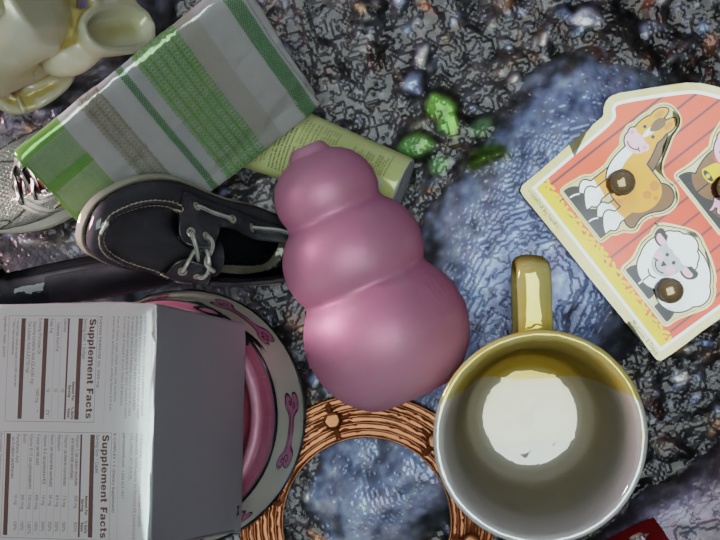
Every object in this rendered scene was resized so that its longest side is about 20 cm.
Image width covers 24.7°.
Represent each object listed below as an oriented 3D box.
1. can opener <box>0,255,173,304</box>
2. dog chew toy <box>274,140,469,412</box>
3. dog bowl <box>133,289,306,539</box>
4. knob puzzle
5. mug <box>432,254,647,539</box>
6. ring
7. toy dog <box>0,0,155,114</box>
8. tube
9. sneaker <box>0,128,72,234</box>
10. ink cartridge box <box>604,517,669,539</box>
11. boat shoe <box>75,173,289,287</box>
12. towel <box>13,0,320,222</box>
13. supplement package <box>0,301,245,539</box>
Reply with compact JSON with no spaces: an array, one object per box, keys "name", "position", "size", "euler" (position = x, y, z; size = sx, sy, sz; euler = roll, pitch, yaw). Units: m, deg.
[{"name":"can opener","position":[-0.230,0.012,1.278],"size":[0.200,0.063,0.079],"euler":[-15,111,6]},{"name":"dog chew toy","position":[0.000,0.000,1.211],"size":[0.124,0.125,0.200],"euler":[-23,92,3]},{"name":"dog bowl","position":[-0.146,0.111,1.254],"size":[0.200,0.074,0.201],"euler":[-1,85,11]},{"name":"knob puzzle","position":[0.254,-0.057,1.267],"size":[0.219,0.030,0.220],"euler":[0,91,3]},{"name":"mug","position":[0.138,0.099,1.215],"size":[0.149,0.153,0.187],"euler":[30,92,2]},{"name":"ring","position":[0.004,0.194,1.273],"size":[0.200,0.019,0.201],"euler":[0,80,2]},{"name":"toy dog","position":[-0.282,-0.164,1.225],"size":[0.200,0.194,0.140],"euler":[-26,105,36]},{"name":"tube","position":[-0.058,-0.101,1.277],"size":[0.200,0.052,0.058],"euler":[22,52,8]},{"name":"sneaker","position":[-0.224,-0.089,1.260],"size":[0.200,0.082,0.078],"euler":[-24,82,12]},{"name":"ink cartridge box","position":[0.154,0.268,1.237],"size":[0.200,0.116,0.067],"euler":[-30,89,4]},{"name":"boat shoe","position":[-0.117,-0.024,1.207],"size":[0.063,0.200,0.073],"euler":[29,105,39]},{"name":"towel","position":[-0.138,-0.109,1.196],"size":[0.200,0.149,0.031],"euler":[-38,50,-2]},{"name":"supplement package","position":[-0.158,0.105,1.116],"size":[0.111,0.200,0.156],"euler":[0,84,12]}]
